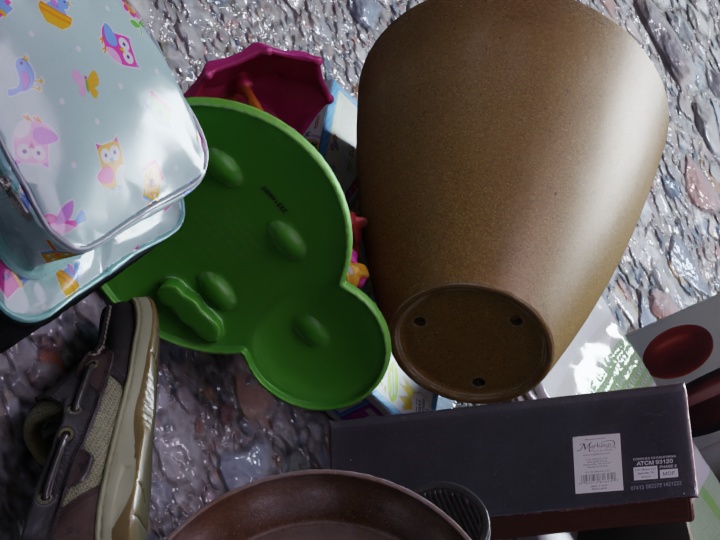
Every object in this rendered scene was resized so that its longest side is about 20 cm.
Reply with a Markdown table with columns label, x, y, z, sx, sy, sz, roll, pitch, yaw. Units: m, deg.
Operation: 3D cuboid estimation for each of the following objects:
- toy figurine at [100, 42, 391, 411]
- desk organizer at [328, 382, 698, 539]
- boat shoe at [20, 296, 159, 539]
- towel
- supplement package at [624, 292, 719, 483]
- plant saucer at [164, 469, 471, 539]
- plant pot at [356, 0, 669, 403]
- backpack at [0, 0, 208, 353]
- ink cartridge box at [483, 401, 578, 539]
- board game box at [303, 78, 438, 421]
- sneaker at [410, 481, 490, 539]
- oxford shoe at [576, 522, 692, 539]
| label | x | y | z | sx | sy | sz | roll | pitch | yaw |
| --- | --- | --- | --- | --- | --- | --- | --- | --- | --- |
| toy figurine | -0.046 | -0.045 | 1.574 | 0.200 | 0.150 | 0.184 | 47 | 26 | -14 |
| desk organizer | 0.086 | 0.122 | 1.576 | 0.077 | 0.199 | 0.072 | 74 | 11 | -56 |
| boat shoe | -0.135 | 0.078 | 1.416 | 0.201 | 0.066 | 0.072 | -92 | -174 | -54 |
| towel | 0.161 | 0.103 | 1.703 | 0.200 | 0.031 | 0.149 | 56 | 34 | -11 |
| supplement package | 0.268 | 0.107 | 1.854 | 0.147 | 0.199 | 0.192 | -9 | 75 | -57 |
| plant saucer | -0.023 | 0.198 | 1.415 | 0.035 | 0.199 | 0.201 | 80 | 2 | -64 |
| plant pot | 0.077 | -0.027 | 1.613 | 0.186 | 0.186 | 0.201 | 44 | 36 | -28 |
| backpack | -0.184 | -0.074 | 1.380 | 0.201 | 0.153 | 0.176 | 55 | 38 | -1 |
| ink cartridge box | 0.120 | 0.186 | 1.693 | 0.147 | 0.085 | 0.201 | 12 | 57 | -51 |
| board game box | 0.000 | 0.000 | 1.697 | 0.134 | 0.034 | 0.201 | 43 | 38 | -29 |
| sneaker | -0.008 | 0.209 | 1.500 | 0.084 | 0.121 | 0.200 | 39 | 66 | 24 |
| oxford shoe | 0.169 | 0.204 | 1.622 | 0.071 | 0.071 | 0.201 | 21 | 59 | -65 |
